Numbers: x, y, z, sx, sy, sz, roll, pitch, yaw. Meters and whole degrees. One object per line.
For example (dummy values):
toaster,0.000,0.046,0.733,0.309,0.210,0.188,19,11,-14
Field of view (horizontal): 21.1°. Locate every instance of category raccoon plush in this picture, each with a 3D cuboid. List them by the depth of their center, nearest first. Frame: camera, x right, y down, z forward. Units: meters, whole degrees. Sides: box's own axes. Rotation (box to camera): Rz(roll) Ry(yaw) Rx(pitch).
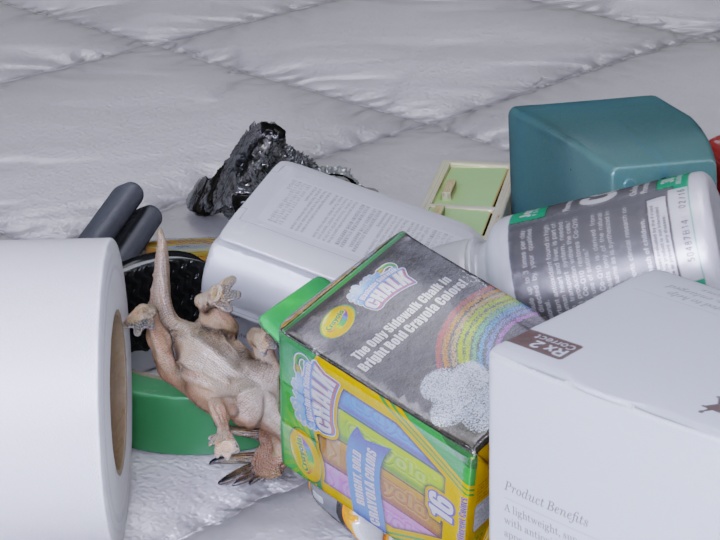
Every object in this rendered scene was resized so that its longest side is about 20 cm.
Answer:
raccoon plush,-0.066,-0.067,1.779,0.133,0.097,0.200,28,-7,-19

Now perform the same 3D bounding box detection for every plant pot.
plant pot,0.219,-0.060,1.612,0.140,0.143,0.200,-5,12,-10

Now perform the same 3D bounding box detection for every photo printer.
photo printer,0.000,0.000,1.446,0.198,0.070,0.167,19,30,7

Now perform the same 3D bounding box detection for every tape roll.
tape roll,-0.224,0.080,1.244,0.138,0.204,0.203,-2,22,-1
tape roll,-0.117,0.074,1.462,0.198,0.049,0.201,0,21,0

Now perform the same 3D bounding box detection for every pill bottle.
pill bottle,0.152,0.008,1.311,0.198,0.114,0.113,-13,18,16

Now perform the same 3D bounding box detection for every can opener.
can opener,-0.207,-0.001,1.553,0.067,0.053,0.201,-20,29,38

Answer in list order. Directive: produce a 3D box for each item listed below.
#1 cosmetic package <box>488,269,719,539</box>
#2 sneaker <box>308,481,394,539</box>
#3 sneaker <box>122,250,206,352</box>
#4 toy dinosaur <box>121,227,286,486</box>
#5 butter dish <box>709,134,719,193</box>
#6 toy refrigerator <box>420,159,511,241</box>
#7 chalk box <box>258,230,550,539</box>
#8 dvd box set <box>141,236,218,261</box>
cosmetic package,0.183,0.132,1.100,0.164,0.202,0.164,20,30,40
sneaker,0.051,0.119,1.308,0.199,0.079,0.077,-19,23,-37
sneaker,-0.208,0.028,1.416,0.199,0.070,0.090,-26,33,-21
toy dinosaur,-0.096,0.074,1.314,0.086,0.136,0.200,-38,75,-12
butter dish,0.377,-0.077,1.686,0.198,0.149,0.200,-5,21,-10
toy refrigerator,0.094,-0.038,1.704,0.075,0.071,0.200,4,23,11
chalk box,0.027,0.073,1.201,0.199,0.124,0.124,31,51,29
dvd box set,-0.089,-0.005,1.601,0.145,0.030,0.200,-3,7,-29
